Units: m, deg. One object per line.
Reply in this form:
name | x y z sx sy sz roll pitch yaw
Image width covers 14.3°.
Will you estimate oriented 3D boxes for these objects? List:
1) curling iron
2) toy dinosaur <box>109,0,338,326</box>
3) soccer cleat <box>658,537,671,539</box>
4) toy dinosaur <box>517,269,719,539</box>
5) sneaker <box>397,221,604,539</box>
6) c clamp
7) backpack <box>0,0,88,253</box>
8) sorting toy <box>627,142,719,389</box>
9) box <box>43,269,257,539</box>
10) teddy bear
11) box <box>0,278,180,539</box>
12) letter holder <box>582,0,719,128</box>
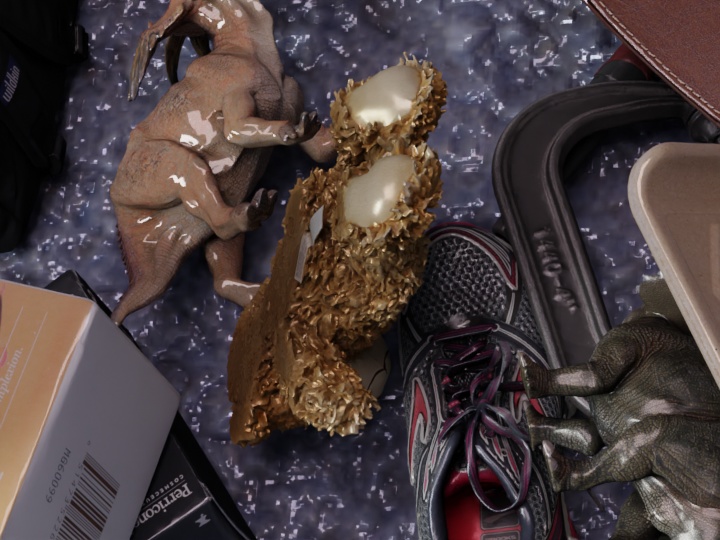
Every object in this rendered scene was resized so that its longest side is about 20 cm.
curling iron | 0.114 -0.097 1.311 0.049 0.026 0.201 29 78 4
toy dinosaur | -0.077 -0.060 1.327 0.135 0.086 0.201 24 77 26
soccer cleat | 0.142 0.130 1.182 0.199 0.084 0.065 -25 48 -17
toy dinosaur | 0.121 0.068 1.131 0.102 0.077 0.201 -14 46 -2
sneaker | 0.056 0.066 1.231 0.080 0.075 0.201 -16 62 11
c clamp | 0.152 -0.006 1.251 0.170 0.027 0.201 -20 64 -6
backpack | -0.232 -0.120 1.340 0.153 0.200 0.164 2 68 18
sorting toy | 0.203 0.043 1.147 0.036 0.184 0.201 -42 59 42
box | -0.166 0.120 1.279 0.200 0.079 0.141 -35 57 1
teddy bear | 0.000 0.000 1.224 0.066 0.201 0.145 10 31 -16
box | -0.202 0.081 1.206 0.199 0.106 0.153 11 70 23
letter holder | 0.144 -0.135 1.242 0.142 0.101 0.200 -34 70 -16
